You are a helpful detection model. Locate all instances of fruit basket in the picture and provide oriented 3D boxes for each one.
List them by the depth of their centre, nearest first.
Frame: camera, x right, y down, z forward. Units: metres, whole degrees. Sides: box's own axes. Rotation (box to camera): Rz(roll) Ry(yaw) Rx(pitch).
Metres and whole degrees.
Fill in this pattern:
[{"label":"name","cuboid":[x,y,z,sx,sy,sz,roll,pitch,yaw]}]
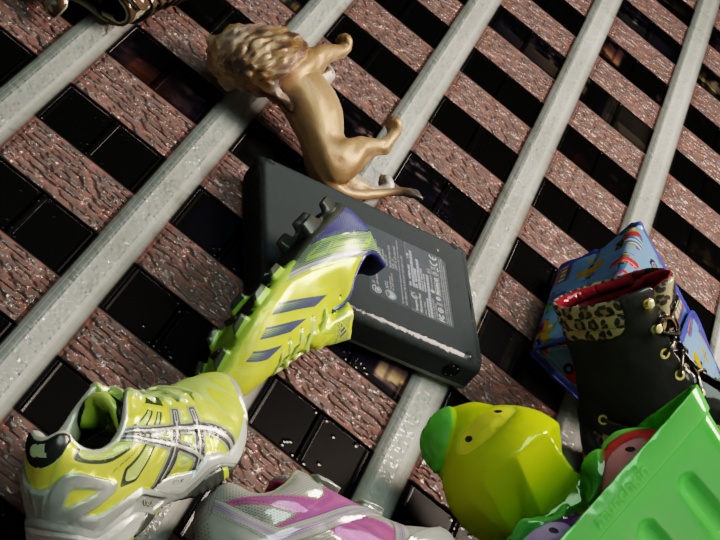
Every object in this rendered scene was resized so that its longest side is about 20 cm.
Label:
[{"label":"fruit basket","cuboid":[0.132,0.152,1.114,0.213,0.156,0.218,5,68,-12]}]

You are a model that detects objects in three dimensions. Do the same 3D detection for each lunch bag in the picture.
[{"label":"lunch bag","cuboid":[0.247,0.087,1.418,0.201,0.094,0.151,51,31,-14]}]

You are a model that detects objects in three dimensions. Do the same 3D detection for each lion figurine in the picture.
[{"label":"lion figurine","cuboid":[-0.037,-0.125,1.372,0.122,0.073,0.201,-23,73,-46]}]

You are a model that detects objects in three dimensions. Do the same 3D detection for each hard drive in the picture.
[{"label":"hard drive","cuboid":[0.000,0.000,1.299,0.198,0.033,0.141,24,38,-25]}]

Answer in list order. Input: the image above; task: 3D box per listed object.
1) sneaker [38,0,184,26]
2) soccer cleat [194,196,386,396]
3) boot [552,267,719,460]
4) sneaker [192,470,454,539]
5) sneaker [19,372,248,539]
[{"label":"sneaker","cuboid":[-0.187,-0.229,1.360,0.198,0.070,0.076,-1,70,-41]},{"label":"soccer cleat","cuboid":[-0.043,0.032,1.163,0.084,0.065,0.201,45,49,-12]},{"label":"boot","cuboid":[0.248,0.075,1.277,0.073,0.198,0.152,-41,117,-60]},{"label":"sneaker","cuboid":[-0.021,0.167,1.046,0.198,0.081,0.089,10,46,-39]},{"label":"sneaker","cuboid":[-0.128,0.099,0.999,0.075,0.077,0.200,4,21,25]}]
